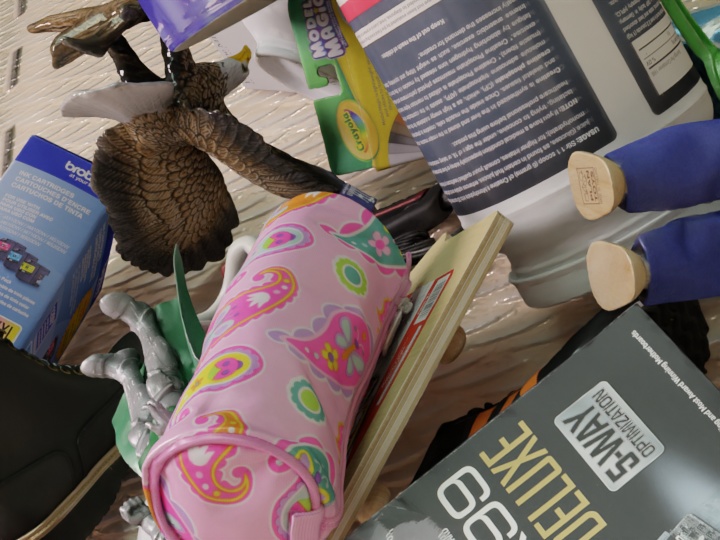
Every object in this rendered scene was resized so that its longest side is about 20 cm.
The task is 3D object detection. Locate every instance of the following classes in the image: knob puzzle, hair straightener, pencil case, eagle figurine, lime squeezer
[{"bbox_3d":[0.007,0.072,0.799,0.221,0.030,0.220,-57,7,12],"label":"knob puzzle"},{"bbox_3d":[0.000,0.000,0.964,0.198,0.041,0.077,-18,36,22],"label":"hair straightener"},{"bbox_3d":[-0.030,0.044,0.725,0.087,0.088,0.201,-21,25,25],"label":"pencil case"},{"bbox_3d":[-0.095,-0.081,0.992,0.150,0.201,0.152,-33,23,-15],"label":"eagle figurine"},{"bbox_3d":[0.203,-0.095,0.803,0.199,0.071,0.038,31,50,10],"label":"lime squeezer"}]

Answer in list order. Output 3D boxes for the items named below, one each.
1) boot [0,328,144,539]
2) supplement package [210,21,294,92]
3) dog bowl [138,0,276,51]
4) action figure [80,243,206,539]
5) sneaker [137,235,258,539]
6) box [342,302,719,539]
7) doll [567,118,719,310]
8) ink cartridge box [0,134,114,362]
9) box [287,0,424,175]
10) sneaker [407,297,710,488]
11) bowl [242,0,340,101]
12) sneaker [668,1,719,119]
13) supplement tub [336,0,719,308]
[{"bbox_3d":[-0.180,0.059,0.946,0.077,0.139,0.201,-23,23,28],"label":"boot"},{"bbox_3d":[-0.061,-0.255,1.195,0.110,0.201,0.156,12,55,52],"label":"supplement package"},{"bbox_3d":[-0.036,-0.198,0.863,0.199,0.079,0.200,-29,7,4],"label":"dog bowl"},{"bbox_3d":[-0.083,0.094,0.776,0.200,0.054,0.119,56,137,44],"label":"action figure"},{"bbox_3d":[-0.083,0.072,0.876,0.074,0.087,0.202,2,62,43],"label":"sneaker"},{"bbox_3d":[0.105,0.131,0.607,0.157,0.050,0.200,-37,49,-1],"label":"box"},{"bbox_3d":[0.193,-0.044,0.729,0.198,0.138,0.048,-12,-1,-18],"label":"doll"},{"bbox_3d":[-0.221,0.010,1.069,0.137,0.076,0.201,115,179,-54],"label":"ink cartridge box"},{"bbox_3d":[0.065,-0.132,0.942,0.198,0.119,0.048,-14,9,8],"label":"box"},{"bbox_3d":[0.074,0.074,0.748,0.200,0.070,0.090,-49,36,-15],"label":"sneaker"},{"bbox_3d":[-0.008,-0.157,1.052,0.200,0.200,0.091,14,78,52],"label":"bowl"},{"bbox_3d":[0.216,-0.116,0.864,0.198,0.077,0.081,-5,36,31],"label":"sneaker"},{"bbox_3d":[0.087,-0.098,0.807,0.139,0.201,0.140,-29,6,4],"label":"supplement tub"}]
